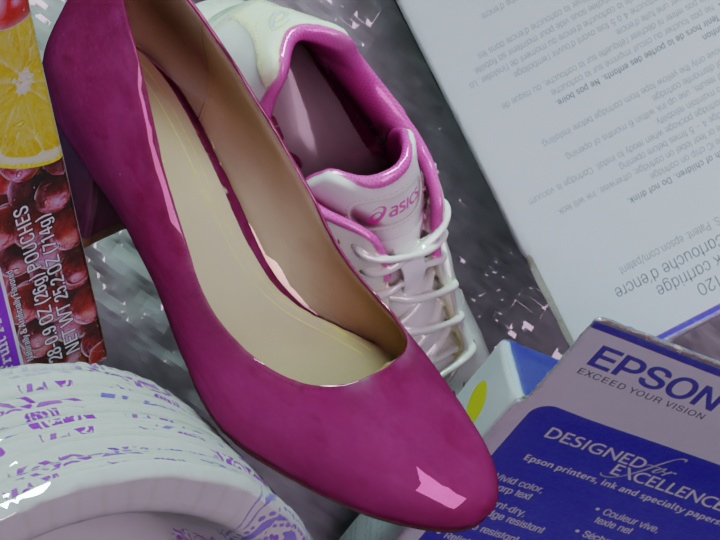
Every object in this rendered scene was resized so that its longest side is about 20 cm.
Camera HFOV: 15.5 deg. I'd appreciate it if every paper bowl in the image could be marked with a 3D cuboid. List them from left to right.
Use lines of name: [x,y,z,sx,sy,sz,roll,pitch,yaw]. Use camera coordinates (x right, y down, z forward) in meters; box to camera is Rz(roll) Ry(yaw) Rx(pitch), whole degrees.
paper bowl: [-0.115,0.119,0.807,0.200,0.104,0.201,-20,130,-26]

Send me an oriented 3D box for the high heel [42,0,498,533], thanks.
high heel: [-0.027,-0.009,0.798,0.200,0.096,0.067,39,45,17]

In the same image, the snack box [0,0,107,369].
snack box: [-0.176,-0.030,0.773,0.168,0.068,0.201,-24,131,-19]

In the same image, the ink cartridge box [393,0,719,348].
ink cartridge box: [0.117,-0.094,0.868,0.197,0.043,0.201,-27,80,7]

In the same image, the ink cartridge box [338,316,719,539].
ink cartridge box: [0.110,0.091,0.878,0.197,0.200,0.047,20,42,-19]

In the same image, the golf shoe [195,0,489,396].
golf shoe: [0.000,0.000,0.873,0.075,0.091,0.200,-38,106,-24]
